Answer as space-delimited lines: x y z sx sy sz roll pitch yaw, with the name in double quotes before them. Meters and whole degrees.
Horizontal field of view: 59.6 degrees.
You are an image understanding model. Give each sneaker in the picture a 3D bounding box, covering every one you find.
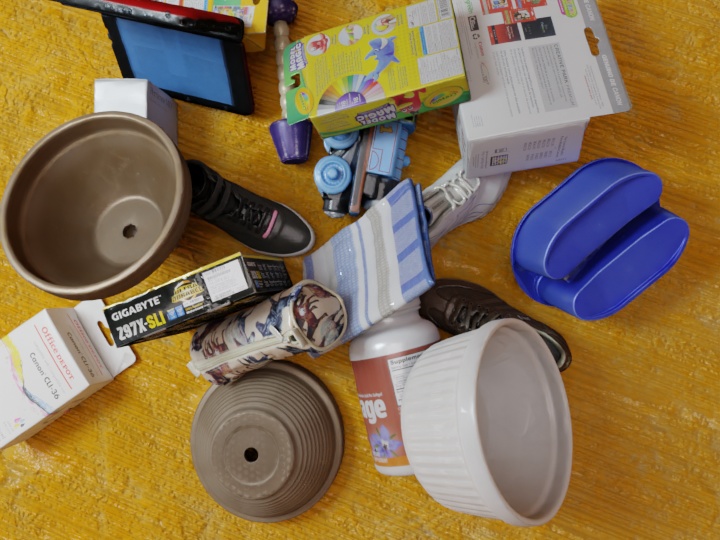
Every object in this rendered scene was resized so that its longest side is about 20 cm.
"sneaker" 0.108 -0.080 0.756 0.200 0.087 0.075 -42 83 2
"sneaker" -0.153 -0.073 0.776 0.198 0.099 0.071 26 89 5
"sneaker" 0.160 0.062 0.751 0.198 0.076 0.071 23 90 6

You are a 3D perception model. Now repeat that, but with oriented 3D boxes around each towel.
"towel" 0.000 0.000 0.716 0.199 0.024 0.148 -34 46 36

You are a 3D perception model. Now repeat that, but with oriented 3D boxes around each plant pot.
"plant pot" -0.265 -0.059 0.672 0.198 0.093 0.203 -3 71 9
"plant pot" -0.122 0.213 0.767 0.198 0.093 0.203 0 87 6

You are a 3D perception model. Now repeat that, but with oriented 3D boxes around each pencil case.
"pencil case" -0.113 0.075 0.715 0.199 0.089 0.078 -23 91 36

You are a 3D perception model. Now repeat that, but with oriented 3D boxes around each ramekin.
"ramekin" 0.130 0.158 0.657 0.104 0.199 0.202 -17 86 40

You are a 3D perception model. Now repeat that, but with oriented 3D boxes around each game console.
"game console" -0.241 -0.250 0.730 0.198 0.172 0.120 16 112 14

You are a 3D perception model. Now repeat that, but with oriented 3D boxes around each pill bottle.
"pill bottle" 0.049 0.127 0.742 0.111 0.112 0.202 -14 86 5

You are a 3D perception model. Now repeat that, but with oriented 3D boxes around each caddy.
"caddy" 0.272 -0.038 0.731 0.200 0.105 0.142 -39 107 3

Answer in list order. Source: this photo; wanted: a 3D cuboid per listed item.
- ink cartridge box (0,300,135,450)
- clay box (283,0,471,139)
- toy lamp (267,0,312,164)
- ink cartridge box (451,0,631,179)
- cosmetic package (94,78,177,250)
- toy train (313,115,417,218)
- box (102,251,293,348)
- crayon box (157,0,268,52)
"ink cartridge box" -0.406 0.127 0.810 0.199 0.067 0.117 -35 85 4
"clay box" 0.014 -0.221 0.696 0.198 0.048 0.116 -12 66 15
"toy lamp" -0.095 -0.237 0.797 0.058 0.058 0.202 -8 88 5
"ink cartridge box" 0.191 -0.223 0.723 0.173 0.084 0.202 -8 67 5
"cosmetic package" -0.280 -0.128 0.791 0.073 0.102 0.203 1 90 5
"toy train" 0.009 -0.160 0.772 0.113 0.087 0.202 10 89 0
"box" -0.174 0.031 0.724 0.158 0.200 0.050 -23 87 5
"crayon box" -0.182 -0.339 0.783 0.198 0.051 0.127 5 89 26
